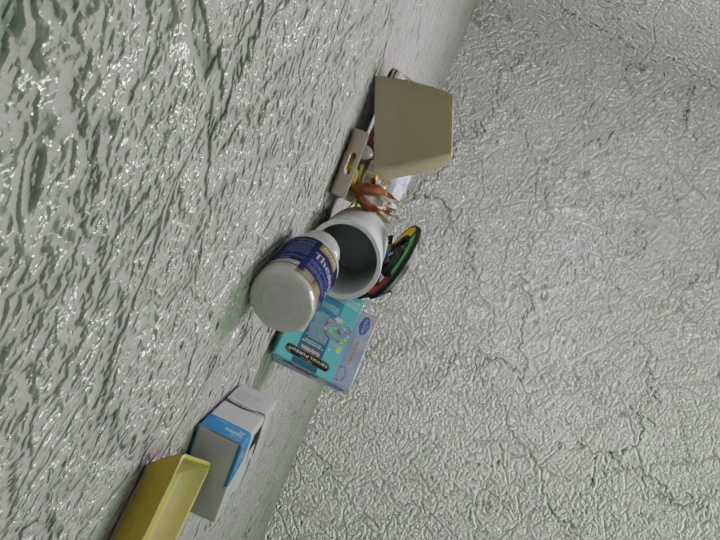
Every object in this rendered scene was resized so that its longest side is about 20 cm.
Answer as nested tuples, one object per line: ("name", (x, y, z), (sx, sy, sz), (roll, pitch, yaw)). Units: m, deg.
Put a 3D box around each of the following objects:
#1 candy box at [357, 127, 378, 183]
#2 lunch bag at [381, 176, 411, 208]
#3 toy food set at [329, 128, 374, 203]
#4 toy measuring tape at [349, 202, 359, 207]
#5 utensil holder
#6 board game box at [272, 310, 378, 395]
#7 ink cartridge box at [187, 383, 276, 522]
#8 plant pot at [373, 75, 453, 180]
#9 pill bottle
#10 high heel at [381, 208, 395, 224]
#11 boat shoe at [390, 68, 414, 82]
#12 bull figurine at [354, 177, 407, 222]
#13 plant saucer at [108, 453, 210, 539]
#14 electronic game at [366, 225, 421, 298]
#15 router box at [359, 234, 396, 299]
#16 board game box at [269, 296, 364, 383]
("candy box", (0.037, -0.288, 1.550), (0.201, 0.054, 0.117), (103, 10, -65))
("lunch bag", (0.100, -0.301, 1.834), (0.200, 0.125, 0.173), (-86, -162, -73))
("toy food set", (-0.007, -0.227, 1.292), (0.200, 0.059, 0.146), (-22, 134, -83))
("toy measuring tape", (0.010, -0.181, 1.647), (0.201, 0.072, 0.075), (-62, 173, -58))
("utensil holder", (-0.022, -0.049, 1.287), (0.200, 0.167, 0.173), (-59, 171, -71))
("board game box", (-0.081, 0.165, 1.377), (0.041, 0.196, 0.203), (107, 8, -60))
("ink cartridge box", (-0.229, 0.308, 1.000), (0.200, 0.082, 0.148), (-44, 156, -79))
("plant pot", (0.125, -0.321, 1.321), (0.200, 0.172, 0.205), (-24, 115, -84))
("pill bottle", (-0.099, 0.007, 0.971), (0.201, 0.109, 0.113), (-60, 171, -60))
("high heel", (0.129, -0.269, 2.554), (0.144, 0.071, 0.200), (-59, -172, -27))
("boat shoe", (0.109, -0.471, 1.478), (0.200, 0.067, 0.076), (-56, 167, -69))
("bull figurine", (0.045, -0.164, 1.330), (0.066, 0.120, 0.200), (-63, 170, 16))
("plant saucer", (-0.282, 0.342, 0.769), (0.201, 0.048, 0.203), (102, 11, -68))
("electronic game", (0.076, -0.020, 1.338), (0.201, 0.041, 0.201), (-52, -168, 15))
("router box", (0.000, 0.000, 1.516), (0.053, 0.196, 0.160), (53, 35, -38))
("board game box", (-0.097, 0.128, 1.298), (0.047, 0.149, 0.203), (-22, -140, 64))
